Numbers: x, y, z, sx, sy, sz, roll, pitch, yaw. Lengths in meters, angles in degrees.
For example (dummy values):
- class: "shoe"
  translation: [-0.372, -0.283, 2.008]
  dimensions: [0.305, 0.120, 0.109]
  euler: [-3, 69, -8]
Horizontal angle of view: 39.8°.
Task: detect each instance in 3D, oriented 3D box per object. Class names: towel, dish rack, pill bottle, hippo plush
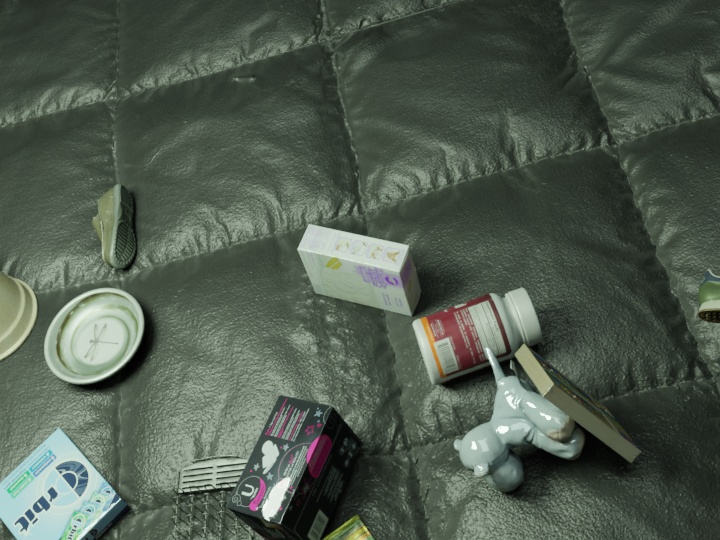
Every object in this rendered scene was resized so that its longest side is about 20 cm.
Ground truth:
- class: "towel"
  translation: [0.015, 0.476, 1.524]
  dimensions: [0.086, 0.018, 0.200]
  euler: [-36, 56, -9]
- class: "dish rack"
  translation: [-0.245, 0.394, 1.622]
  dimensions: [0.150, 0.055, 0.203]
  euler: [-8, 56, 8]
- class: "pill bottle"
  translation: [0.196, 0.106, 1.662]
  dimensions: [0.197, 0.115, 0.115]
  euler: [-19, 54, 1]
- class: "hippo plush"
  translation: [0.234, 0.259, 1.516]
  dimensions: [0.161, 0.200, 0.159]
  euler: [-47, 27, -6]

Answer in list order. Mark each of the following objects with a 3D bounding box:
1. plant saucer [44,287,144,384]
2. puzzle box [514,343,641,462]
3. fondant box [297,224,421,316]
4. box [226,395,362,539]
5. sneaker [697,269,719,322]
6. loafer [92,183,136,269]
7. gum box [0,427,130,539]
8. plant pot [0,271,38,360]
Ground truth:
- class: "plant saucer"
  translation: [-0.490, 0.130, 1.860]
  dimensions: [0.196, 0.050, 0.203]
  euler: [-7, 56, 10]
- class: "puzzle box"
  translation: [0.327, 0.199, 1.500]
  dimensions: [0.025, 0.199, 0.133]
  euler: [-49, 23, 11]
- class: "fondant box"
  translation: [0.000, 0.000, 1.763]
  dimensions: [0.197, 0.145, 0.059]
  euler: [12, 60, 21]
- class: "box"
  translation: [-0.102, 0.323, 1.578]
  dimensions: [0.113, 0.133, 0.202]
  euler: [8, 59, 33]
- class: "sneaker"
  translation: [0.653, 0.033, 1.621]
  dimensions: [0.196, 0.067, 0.091]
  euler: [-1, 62, 17]
- class: "loafer"
  translation: [-0.497, -0.081, 1.995]
  dimensions: [0.069, 0.075, 0.202]
  euler: [-20, 49, 15]
- class: "gum box"
  translation: [-0.518, 0.396, 1.695]
  dimensions: [0.170, 0.045, 0.199]
  euler: [-43, 59, -15]
- class: "plant pot"
  translation: [-0.750, 0.052, 1.895]
  dimensions: [0.197, 0.184, 0.203]
  euler: [-7, 56, 10]
